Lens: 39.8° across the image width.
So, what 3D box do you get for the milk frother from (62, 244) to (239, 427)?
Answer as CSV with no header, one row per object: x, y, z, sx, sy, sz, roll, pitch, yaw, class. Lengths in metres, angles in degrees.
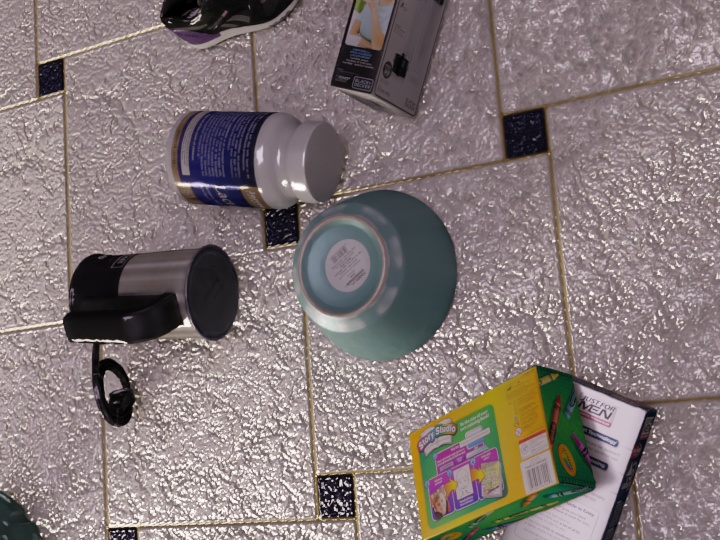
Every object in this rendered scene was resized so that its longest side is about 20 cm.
-0.258,0.085,1.258,0.185,0.181,0.202,-3,126,27,milk frother

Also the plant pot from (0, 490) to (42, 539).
-0.543,0.404,1.328,0.196,0.200,0.200,-48,66,6,plant pot

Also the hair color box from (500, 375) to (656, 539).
0.221,0.219,1.021,0.099,0.060,0.203,21,94,29,hair color box

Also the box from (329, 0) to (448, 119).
0.042,-0.289,1.142,0.059,0.116,0.203,18,94,29,box

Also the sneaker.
-0.165,-0.345,1.267,0.198,0.087,0.077,-21,75,23,sneaker

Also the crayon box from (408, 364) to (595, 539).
0.137,0.193,1.017,0.199,0.058,0.121,-37,49,41,crayon box

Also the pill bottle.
-0.128,-0.135,1.210,0.197,0.115,0.118,5,86,28,pill bottle

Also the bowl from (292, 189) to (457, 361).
0.000,0.000,1.136,0.198,0.105,0.205,-3,83,28,bowl
